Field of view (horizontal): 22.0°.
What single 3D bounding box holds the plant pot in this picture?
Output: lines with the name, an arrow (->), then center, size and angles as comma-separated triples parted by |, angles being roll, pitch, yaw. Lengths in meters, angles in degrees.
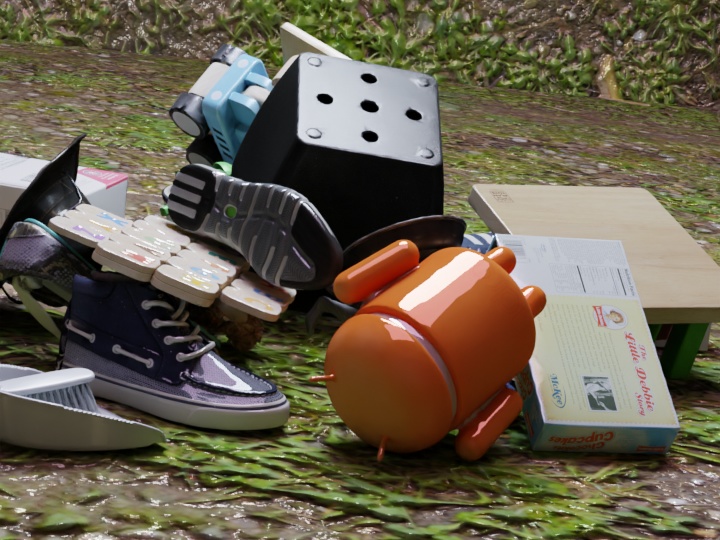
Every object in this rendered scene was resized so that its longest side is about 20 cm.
plant pot -> -0.013, -0.087, 1.734 | 0.199, 0.178, 0.200 | 9, 42, -9

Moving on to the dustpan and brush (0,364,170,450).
dustpan and brush -> -0.246, 0.088, 1.295 | 0.199, 0.058, 0.139 | -5, 18, -44

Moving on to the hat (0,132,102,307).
hat -> -0.258, -0.024, 1.598 | 0.081, 0.201, 0.201 | 29, 13, -1

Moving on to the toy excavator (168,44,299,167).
toy excavator -> -0.094, -0.164, 1.902 | 0.199, 0.195, 0.100 | 22, 61, 29

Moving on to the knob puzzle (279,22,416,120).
knob puzzle -> 0.000, -0.152, 1.908 | 0.219, 0.220, 0.030 | 19, 54, 42

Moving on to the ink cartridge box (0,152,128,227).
ink cartridge box -> -0.351, -0.065, 1.862 | 0.199, 0.083, 0.147 | 10, 13, 9

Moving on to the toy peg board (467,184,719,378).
toy peg board -> 0.213, 0.016, 1.682 | 0.199, 0.098, 0.199 | 0, 33, -28

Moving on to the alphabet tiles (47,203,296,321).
alphabet tiles -> -0.148, -0.011, 1.488 | 0.195, 0.015, 0.200 | 23, 10, 2

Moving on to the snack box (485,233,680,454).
snack box -> 0.176, 0.057, 1.490 | 0.116, 0.037, 0.201 | 3, 47, -15

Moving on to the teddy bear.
teddy bear -> -0.147, 0.023, 1.591 | 0.145, 0.067, 0.200 | 23, 0, -27

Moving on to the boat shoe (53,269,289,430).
boat shoe -> -0.144, 0.058, 1.412 | 0.199, 0.093, 0.075 | 11, 13, 19

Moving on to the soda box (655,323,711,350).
soda box -> 0.240, 0.031, 1.797 | 0.199, 0.069, 0.064 | 5, 12, -11

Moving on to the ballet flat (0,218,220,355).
ballet flat -> -0.210, 0.039, 1.501 | 0.200, 0.072, 0.072 | 34, 8, -12

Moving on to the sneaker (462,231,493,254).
sneaker -> 0.125, -0.003, 1.889 | 0.199, 0.075, 0.085 | -3, 11, 0

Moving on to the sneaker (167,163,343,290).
sneaker -> -0.060, -0.035, 1.550 | 0.200, 0.075, 0.115 | 30, 10, 39

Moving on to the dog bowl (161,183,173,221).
dog bowl -> -0.107, -0.037, 1.901 | 0.199, 0.074, 0.200 | 7, 13, -2

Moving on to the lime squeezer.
lime squeezer -> -0.157, -0.087, 1.841 | 0.070, 0.038, 0.200 | 6, 14, -3

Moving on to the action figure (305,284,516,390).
action figure -> 0.069, 0.052, 1.549 | 0.192, 0.105, 0.200 | -8, 13, -16

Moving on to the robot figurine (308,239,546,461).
robot figurine -> 0.052, 0.058, 1.392 | 0.116, 0.144, 0.200 | 14, 40, 42

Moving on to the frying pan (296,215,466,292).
frying pan -> 0.001, -0.006, 1.557 | 0.189, 0.031, 0.115 | -16, -17, -4
